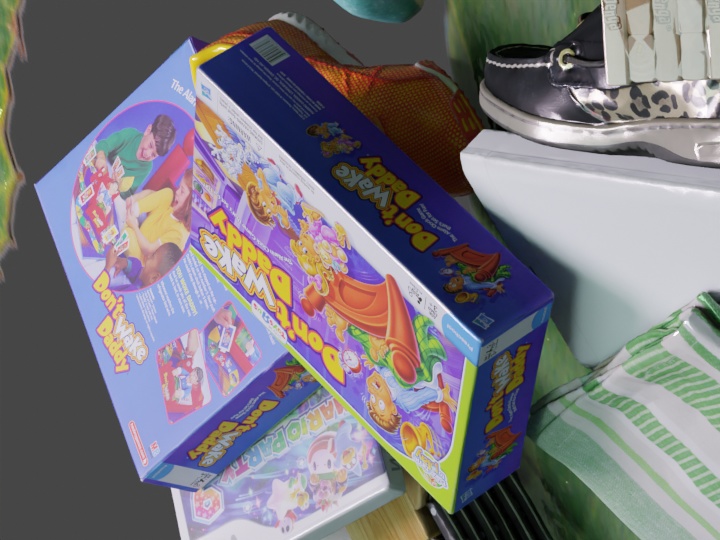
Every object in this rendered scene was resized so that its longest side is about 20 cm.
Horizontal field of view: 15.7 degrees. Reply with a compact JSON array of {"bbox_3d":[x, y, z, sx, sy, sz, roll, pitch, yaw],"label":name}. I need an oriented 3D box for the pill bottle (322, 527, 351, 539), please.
[{"bbox_3d":[-0.038,0.112,1.483,0.200,0.112,0.112,51,150,14],"label":"pill bottle"}]

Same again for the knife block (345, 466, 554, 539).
[{"bbox_3d":[0.023,0.119,1.411,0.199,0.064,0.177,29,127,42],"label":"knife block"}]

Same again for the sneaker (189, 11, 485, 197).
[{"bbox_3d":[-0.010,-0.072,1.309,0.199,0.077,0.073,22,132,46],"label":"sneaker"}]

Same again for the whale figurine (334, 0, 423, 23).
[{"bbox_3d":[-0.065,-0.170,1.266,0.199,0.104,0.159,33,167,20],"label":"whale figurine"}]

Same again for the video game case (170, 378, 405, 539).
[{"bbox_3d":[-0.054,0.054,1.389,0.143,0.018,0.201,-31,60,31],"label":"video game case"}]

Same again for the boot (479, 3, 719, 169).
[{"bbox_3d":[0.118,-0.125,1.050,0.203,0.073,0.155,15,112,56],"label":"boot"}]

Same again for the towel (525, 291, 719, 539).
[{"bbox_3d":[0.159,0.092,1.159,0.152,0.023,0.200,43,156,0],"label":"towel"}]

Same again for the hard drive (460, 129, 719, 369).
[{"bbox_3d":[0.139,0.003,1.113,0.199,0.026,0.132,12,141,53],"label":"hard drive"}]

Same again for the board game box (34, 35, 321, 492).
[{"bbox_3d":[-0.089,-0.004,1.394,0.134,0.045,0.201,-40,55,26],"label":"board game box"}]

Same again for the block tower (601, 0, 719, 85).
[{"bbox_3d":[0.185,-0.099,0.914,0.199,0.054,0.058,0,100,29],"label":"block tower"}]

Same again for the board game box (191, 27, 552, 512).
[{"bbox_3d":[0.000,0.000,1.225,0.200,0.045,0.135,44,150,27],"label":"board game box"}]
